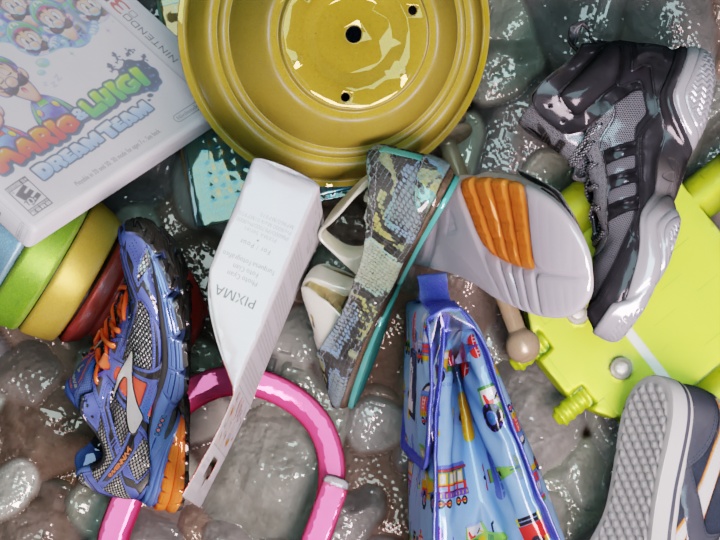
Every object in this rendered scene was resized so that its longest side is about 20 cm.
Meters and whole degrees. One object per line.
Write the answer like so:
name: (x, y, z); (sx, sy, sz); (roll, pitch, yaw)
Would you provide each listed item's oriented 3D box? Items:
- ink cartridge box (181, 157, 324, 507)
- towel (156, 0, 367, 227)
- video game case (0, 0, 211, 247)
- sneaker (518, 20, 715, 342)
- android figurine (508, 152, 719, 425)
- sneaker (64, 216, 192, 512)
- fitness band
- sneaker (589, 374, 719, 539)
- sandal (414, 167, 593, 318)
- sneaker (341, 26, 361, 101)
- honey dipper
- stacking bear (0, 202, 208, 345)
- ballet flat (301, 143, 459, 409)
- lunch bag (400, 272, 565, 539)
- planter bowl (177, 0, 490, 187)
ink cartridge box: (-0.080, 0.042, 1.406); (0.047, 0.160, 0.201); (23, 83, 3)
towel: (-0.056, -0.138, 1.519); (0.146, 0.022, 0.201); (-11, 84, -3)
video game case: (-0.202, -0.122, 1.440); (0.182, 0.024, 0.200); (42, 47, 11)
sneaker: (0.148, -0.060, 1.454); (0.113, 0.076, 0.201); (18, 76, -1)
android figurine: (0.189, 0.018, 1.503); (0.200, 0.041, 0.182); (-37, 87, -5)
sneaker: (-0.142, 0.062, 1.406); (0.078, 0.075, 0.201); (1, 115, -5)
fitness band: (-0.090, 0.161, 1.487); (0.143, 0.037, 0.201); (22, 84, 1)
sneaker: (0.192, 0.171, 1.447); (0.079, 0.078, 0.201); (16, 91, -31)
sandal: (0.087, -0.030, 1.432); (0.059, 0.206, 0.080); (-13, 111, -33)
sneaker: (-0.019, -0.168, 1.481); (0.070, 0.078, 0.201); (-30, 102, -5)
honey dipper: (0.075, -0.035, 1.489); (0.038, 0.038, 0.201); (-20, 77, -3)
stacking bear: (-0.189, -0.005, 1.463); (0.199, 0.114, 0.122); (32, 44, -9)
ballet flat: (0.000, 0.000, 1.448); (0.074, 0.074, 0.201); (24, 124, 1)
lunch bag: (0.066, 0.100, 1.429); (0.094, 0.151, 0.201); (-10, 91, -2)
planter bowl: (-0.010, -0.146, 1.403); (0.199, 0.083, 0.202); (-1, 99, -9)
